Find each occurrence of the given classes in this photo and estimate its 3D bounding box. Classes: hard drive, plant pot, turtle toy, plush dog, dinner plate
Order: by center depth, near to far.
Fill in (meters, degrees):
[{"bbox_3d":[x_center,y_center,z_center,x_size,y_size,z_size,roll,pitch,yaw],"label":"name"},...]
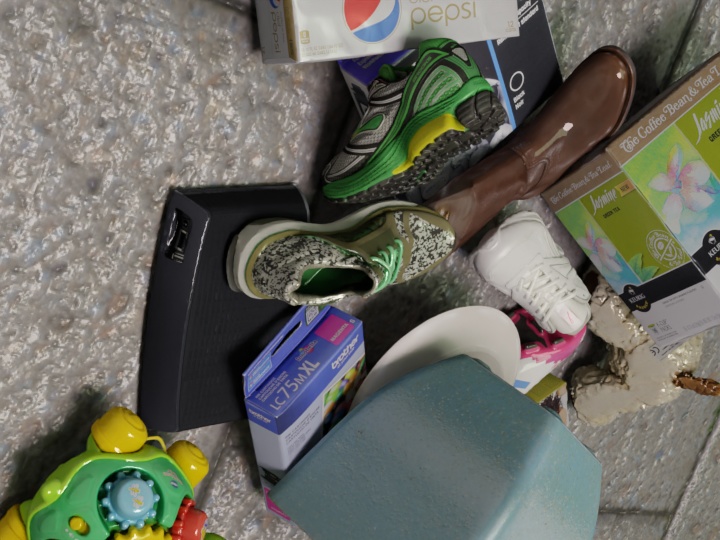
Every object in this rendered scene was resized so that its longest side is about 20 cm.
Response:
[{"bbox_3d":[-0.171,0.204,0.988,0.146,0.101,0.200,-46,136,6],"label":"turtle toy"},{"bbox_3d":[-0.104,0.033,1.026,0.135,0.042,0.200,-6,114,-41],"label":"hard drive"},{"bbox_3d":[0.087,0.191,1.065,0.200,0.196,0.196,-51,140,-4],"label":"plant pot"},{"bbox_3d":[0.072,0.121,1.155,0.200,0.024,0.200,-24,134,-27],"label":"dinner plate"},{"bbox_3d":[0.322,0.066,1.379,0.172,0.160,0.200,-49,144,-51],"label":"plush dog"}]

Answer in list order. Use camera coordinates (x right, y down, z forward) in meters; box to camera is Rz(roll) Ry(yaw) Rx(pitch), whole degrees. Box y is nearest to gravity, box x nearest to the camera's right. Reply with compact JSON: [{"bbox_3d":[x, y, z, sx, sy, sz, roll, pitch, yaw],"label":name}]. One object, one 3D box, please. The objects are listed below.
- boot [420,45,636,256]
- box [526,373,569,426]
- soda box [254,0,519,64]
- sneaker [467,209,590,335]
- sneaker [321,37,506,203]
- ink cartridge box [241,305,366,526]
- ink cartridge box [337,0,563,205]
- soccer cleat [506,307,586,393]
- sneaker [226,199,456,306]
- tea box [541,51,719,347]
[{"bbox_3d":[0.136,-0.098,1.100,0.200,0.064,0.186,-28,158,-43],"label":"boot"},{"bbox_3d":[0.128,0.179,1.308,0.200,0.050,0.075,-31,129,-27],"label":"box"},{"bbox_3d":[0.022,-0.201,0.977,0.200,0.064,0.068,-12,103,-27],"label":"soda box"},{"bbox_3d":[0.172,0.010,1.195,0.078,0.099,0.200,-43,151,13],"label":"sneaker"},{"bbox_3d":[0.032,-0.112,1.001,0.078,0.200,0.085,-13,76,-41],"label":"sneaker"},{"bbox_3d":[-0.041,0.116,1.082,0.119,0.042,0.200,-47,148,-32],"label":"ink cartridge box"},{"bbox_3d":[0.077,-0.183,1.084,0.198,0.043,0.200,-42,132,-19],"label":"ink cartridge box"},{"bbox_3d":[0.140,0.100,1.277,0.200,0.070,0.086,-28,143,-27],"label":"soccer cleat"},{"bbox_3d":[0.000,0.000,0.999,0.200,0.089,0.077,-11,121,-30],"label":"sneaker"},{"bbox_3d":[0.322,-0.071,1.231,0.200,0.134,0.197,-39,90,-26],"label":"tea box"}]
